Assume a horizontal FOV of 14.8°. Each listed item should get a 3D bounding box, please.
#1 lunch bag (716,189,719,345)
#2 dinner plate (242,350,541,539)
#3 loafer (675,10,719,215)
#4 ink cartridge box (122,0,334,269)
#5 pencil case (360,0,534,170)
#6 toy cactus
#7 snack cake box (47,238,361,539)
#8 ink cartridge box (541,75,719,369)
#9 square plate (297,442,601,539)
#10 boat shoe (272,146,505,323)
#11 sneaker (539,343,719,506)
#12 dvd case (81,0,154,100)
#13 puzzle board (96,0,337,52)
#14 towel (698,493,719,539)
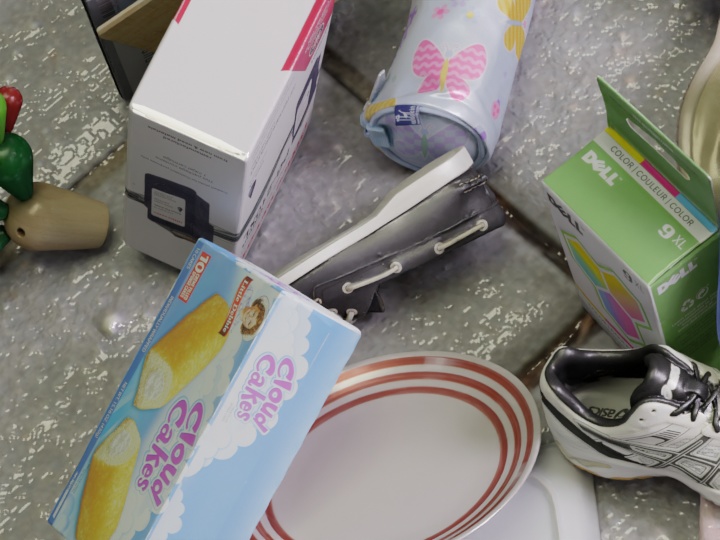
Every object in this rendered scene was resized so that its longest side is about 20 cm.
[{"bbox_3d":[0.274,-0.021,1.532,0.160,0.201,0.082,21,33,34],"label":"lunch bag"},{"bbox_3d":[0.015,0.120,1.673,0.199,0.024,0.201,-12,34,8],"label":"dinner plate"},{"bbox_3d":[0.250,-0.111,1.748,0.068,0.076,0.201,6,61,24],"label":"loafer"},{"bbox_3d":[-0.085,-0.100,1.749,0.084,0.200,0.145,24,66,4],"label":"ink cartridge box"},{"bbox_3d":[0.066,-0.161,1.823,0.090,0.083,0.201,1,59,31],"label":"pencil case"},{"bbox_3d":[-0.249,-0.044,1.811,0.164,0.201,0.103,9,33,-27],"label":"toy cactus"},{"bbox_3d":[-0.095,0.095,1.657,0.201,0.067,0.115,-61,32,1],"label":"snack cake box"},{"bbox_3d":[0.166,-0.014,1.636,0.059,0.200,0.104,-37,57,-9],"label":"ink cartridge box"},{"bbox_3d":[0.049,0.200,1.642,0.198,0.028,0.199,-11,58,8],"label":"square plate"},{"bbox_3d":[0.000,0.000,1.755,0.199,0.074,0.061,-35,95,0],"label":"boat shoe"},{"bbox_3d":[0.195,0.087,1.604,0.199,0.088,0.076,3,59,23],"label":"sneaker"},{"bbox_3d":[-0.086,-0.197,1.838,0.199,0.150,0.025,-27,67,-5],"label":"dvd case"},{"bbox_3d":[-0.056,-0.195,1.794,0.199,0.150,0.018,-31,69,25],"label":"puzzle board"},{"bbox_3d":[0.294,0.149,1.607,0.198,0.032,0.192,0,59,13],"label":"towel"}]
